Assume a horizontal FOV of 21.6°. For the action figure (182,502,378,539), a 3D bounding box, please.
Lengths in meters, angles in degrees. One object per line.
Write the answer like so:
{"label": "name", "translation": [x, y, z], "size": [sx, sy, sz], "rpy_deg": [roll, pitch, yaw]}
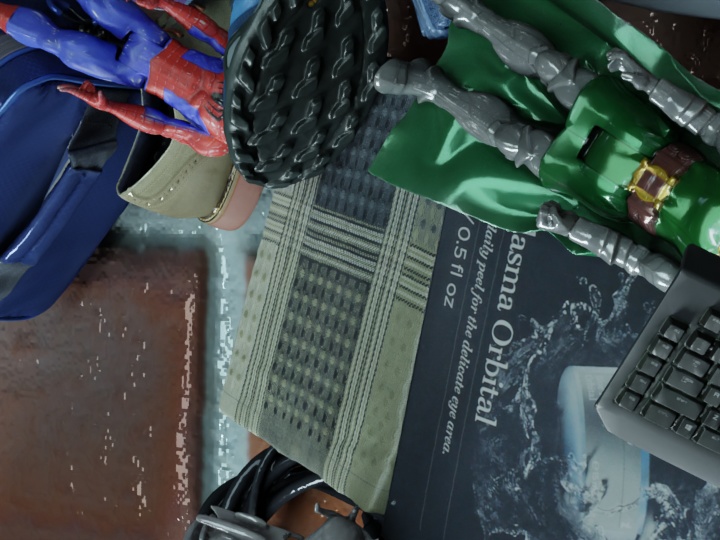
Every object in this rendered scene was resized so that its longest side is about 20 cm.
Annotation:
{"label": "action figure", "translation": [-0.027, 0.163, 0.834], "size": [0.130, 0.069, 0.200], "rpy_deg": [32, 136, 14]}

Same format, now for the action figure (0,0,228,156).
{"label": "action figure", "translation": [-0.113, -0.107, 0.913], "size": [0.200, 0.052, 0.066], "rpy_deg": [28, 91, -2]}

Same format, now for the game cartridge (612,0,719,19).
{"label": "game cartridge", "translation": [0.127, -0.167, 0.740], "size": [0.200, 0.040, 0.134], "rpy_deg": [13, 122, 8]}

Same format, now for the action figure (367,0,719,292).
{"label": "action figure", "translation": [0.094, -0.042, 0.688], "size": [0.200, 0.055, 0.118], "rpy_deg": [35, 107, 31]}

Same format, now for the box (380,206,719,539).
{"label": "box", "translation": [0.132, 0.042, 0.761], "size": [0.200, 0.117, 0.197], "rpy_deg": [17, 101, 38]}

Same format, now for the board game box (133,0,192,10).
{"label": "board game box", "translation": [-0.075, -0.230, 0.942], "size": [0.200, 0.039, 0.158], "rpy_deg": [-42, 44, 20]}

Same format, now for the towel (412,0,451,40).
{"label": "towel", "translation": [0.057, -0.208, 0.851], "size": [0.111, 0.049, 0.200], "rpy_deg": [-14, 79, 6]}

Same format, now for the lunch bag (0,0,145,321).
{"label": "lunch bag", "translation": [-0.191, -0.070, 1.024], "size": [0.200, 0.136, 0.132], "rpy_deg": [-52, 60, 26]}

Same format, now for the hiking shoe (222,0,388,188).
{"label": "hiking shoe", "translation": [-0.027, -0.137, 0.864], "size": [0.087, 0.074, 0.200], "rpy_deg": [-121, 38, -60]}

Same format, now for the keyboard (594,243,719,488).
{"label": "keyboard", "translation": [0.192, 0.047, 0.628], "size": [0.200, 0.021, 0.127], "rpy_deg": [25, 117, -3]}

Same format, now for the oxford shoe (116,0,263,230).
{"label": "oxford shoe", "translation": [-0.073, -0.120, 0.954], "size": [0.071, 0.074, 0.200], "rpy_deg": [27, 107, 60]}

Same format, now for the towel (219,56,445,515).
{"label": "towel", "translation": [0.000, 0.000, 0.884], "size": [0.192, 0.034, 0.200], "rpy_deg": [24, 100, 62]}

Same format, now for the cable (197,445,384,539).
{"label": "cable", "translation": [-0.015, 0.177, 0.929], "size": [0.163, 0.051, 0.201], "rpy_deg": [-5, 86, 40]}
